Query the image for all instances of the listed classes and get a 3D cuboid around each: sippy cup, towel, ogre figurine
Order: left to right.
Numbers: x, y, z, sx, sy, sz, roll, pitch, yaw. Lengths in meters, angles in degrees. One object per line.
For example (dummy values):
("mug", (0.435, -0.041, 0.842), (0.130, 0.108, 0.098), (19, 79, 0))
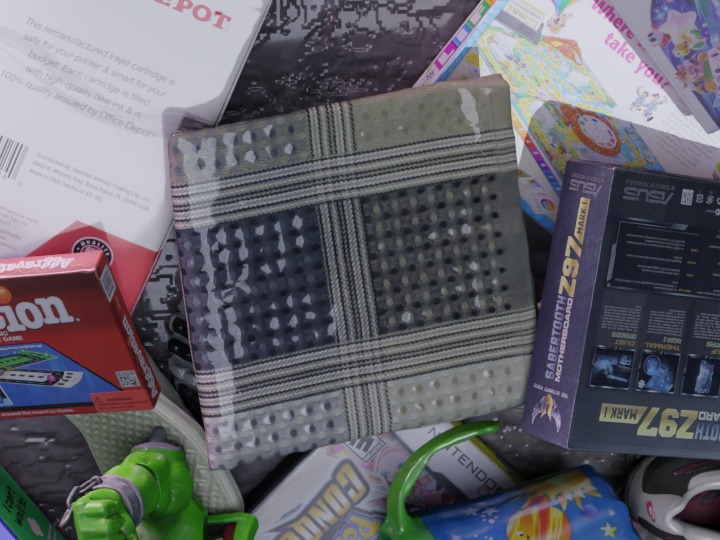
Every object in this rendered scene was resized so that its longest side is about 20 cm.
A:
("ogre figurine", (-0.111, 0.181, 1.326), (0.098, 0.120, 0.200), (-21, 116, 28))
("towel", (0.000, 0.000, 1.294), (0.200, 0.035, 0.193), (-10, 102, -14))
("sippy cup", (0.097, 0.180, 1.368), (0.130, 0.140, 0.178), (-26, 132, -10))

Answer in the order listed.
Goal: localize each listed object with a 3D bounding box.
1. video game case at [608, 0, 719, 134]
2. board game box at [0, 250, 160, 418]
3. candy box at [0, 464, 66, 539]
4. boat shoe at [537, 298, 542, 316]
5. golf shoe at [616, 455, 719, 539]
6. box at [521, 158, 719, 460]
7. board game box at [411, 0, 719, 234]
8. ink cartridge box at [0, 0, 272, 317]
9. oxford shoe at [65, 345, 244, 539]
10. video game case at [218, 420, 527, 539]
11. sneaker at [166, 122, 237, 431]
("video game case", (0.234, -0.171, 1.268), (0.200, 0.018, 0.143), (-28, 117, 26))
("board game box", (-0.220, 0.041, 1.315), (0.200, 0.019, 0.103), (-5, 128, 18))
("candy box", (-0.241, 0.216, 1.386), (0.169, 0.077, 0.200), (-37, 107, 5))
("boat shoe", (0.121, 0.047, 1.378), (0.200, 0.074, 0.060), (19, 115, -14))
("golf shoe", (0.256, 0.145, 1.419), (0.200, 0.088, 0.077), (1, 103, -8))
("box", (0.195, 0.027, 1.335), (0.200, 0.051, 0.158), (6, 95, -30))
("board game box", (0.140, -0.083, 1.370), (0.200, 0.034, 0.134), (37, 98, -14))
("ink cartridge box", (-0.155, -0.096, 1.307), (0.147, 0.083, 0.200), (23, 102, -12))
("oxford shoe", (-0.132, 0.078, 1.370), (0.075, 0.058, 0.200), (-30, 111, 28))
("video game case", (0.013, 0.181, 1.432), (0.181, 0.026, 0.200), (43, 96, -15))
("sneaker", (-0.055, 0.006, 1.355), (0.081, 0.075, 0.200), (-17, 131, -47))
